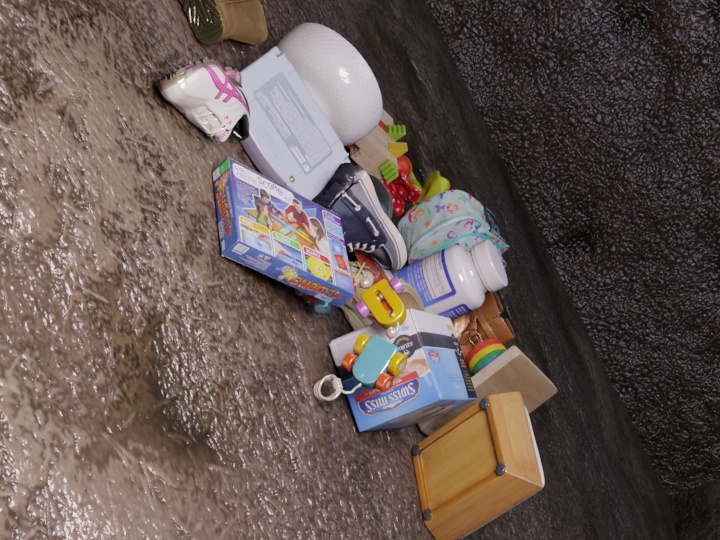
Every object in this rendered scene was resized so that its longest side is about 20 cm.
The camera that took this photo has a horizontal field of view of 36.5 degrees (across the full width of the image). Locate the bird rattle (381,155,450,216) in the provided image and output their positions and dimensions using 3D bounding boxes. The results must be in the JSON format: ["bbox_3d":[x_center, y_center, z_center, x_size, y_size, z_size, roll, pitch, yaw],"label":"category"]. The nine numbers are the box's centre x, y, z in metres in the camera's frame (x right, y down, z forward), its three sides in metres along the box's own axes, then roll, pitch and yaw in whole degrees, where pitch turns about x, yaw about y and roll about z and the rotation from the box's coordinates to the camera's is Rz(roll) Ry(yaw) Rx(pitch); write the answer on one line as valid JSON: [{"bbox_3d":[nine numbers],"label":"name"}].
[{"bbox_3d":[0.072,-0.172,2.100,0.199,0.112,0.164,7,48,-56],"label":"bird rattle"}]

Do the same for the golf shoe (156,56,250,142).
[{"bbox_3d":[-0.184,-0.210,1.361,0.093,0.072,0.200,68,17,3],"label":"golf shoe"}]

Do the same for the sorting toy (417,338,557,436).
[{"bbox_3d":[0.198,0.201,1.779,0.200,0.198,0.070,40,14,-54],"label":"sorting toy"}]

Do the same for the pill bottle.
[{"bbox_3d":[0.137,0.026,1.796,0.113,0.198,0.113,55,20,-32],"label":"pill bottle"}]

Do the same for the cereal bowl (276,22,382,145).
[{"bbox_3d":[-0.065,-0.269,1.667,0.083,0.199,0.201,-45,118,-27],"label":"cereal bowl"}]

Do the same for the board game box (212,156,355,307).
[{"bbox_3d":[-0.096,-0.047,1.381,0.199,0.034,0.137,26,40,-39],"label":"board game box"}]

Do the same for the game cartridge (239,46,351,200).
[{"bbox_3d":[-0.107,-0.197,1.525,0.133,0.040,0.201,-44,106,-40],"label":"game cartridge"}]

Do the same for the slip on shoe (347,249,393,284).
[{"bbox_3d":[0.000,0.000,1.672,0.061,0.073,0.202,-48,126,-33],"label":"slip on shoe"}]

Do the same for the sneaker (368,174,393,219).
[{"bbox_3d":[0.011,-0.093,1.789,0.082,0.072,0.202,47,25,-45],"label":"sneaker"}]

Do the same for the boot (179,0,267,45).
[{"bbox_3d":[-0.207,-0.407,1.575,0.200,0.065,0.178,-46,123,-71],"label":"boot"}]

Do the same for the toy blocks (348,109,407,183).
[{"bbox_3d":[0.003,-0.261,1.981,0.136,0.099,0.202,40,29,-32],"label":"toy blocks"}]

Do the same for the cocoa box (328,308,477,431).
[{"bbox_3d":[0.065,0.144,1.541,0.200,0.132,0.133,17,52,-69],"label":"cocoa box"}]

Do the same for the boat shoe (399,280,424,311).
[{"bbox_3d":[0.081,0.101,1.689,0.065,0.071,0.202,53,-15,50],"label":"boat shoe"}]

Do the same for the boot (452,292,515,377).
[{"bbox_3d":[0.205,0.147,1.917,0.077,0.154,0.203,15,53,-68],"label":"boot"}]

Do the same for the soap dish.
[{"bbox_3d":[0.163,0.283,1.576,0.081,0.199,0.159,27,38,-34],"label":"soap dish"}]

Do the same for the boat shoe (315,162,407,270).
[{"bbox_3d":[-0.005,-0.052,1.565,0.093,0.074,0.201,-50,131,-25],"label":"boat shoe"}]

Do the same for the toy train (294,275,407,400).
[{"bbox_3d":[-0.007,0.080,1.430,0.056,0.148,0.203,60,22,-58],"label":"toy train"}]

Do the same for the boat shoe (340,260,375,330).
[{"bbox_3d":[-0.010,0.020,1.589,0.201,0.066,0.075,53,21,-36],"label":"boat shoe"}]

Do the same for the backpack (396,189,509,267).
[{"bbox_3d":[0.168,-0.052,2.038,0.200,0.176,0.152,39,26,-48],"label":"backpack"}]
